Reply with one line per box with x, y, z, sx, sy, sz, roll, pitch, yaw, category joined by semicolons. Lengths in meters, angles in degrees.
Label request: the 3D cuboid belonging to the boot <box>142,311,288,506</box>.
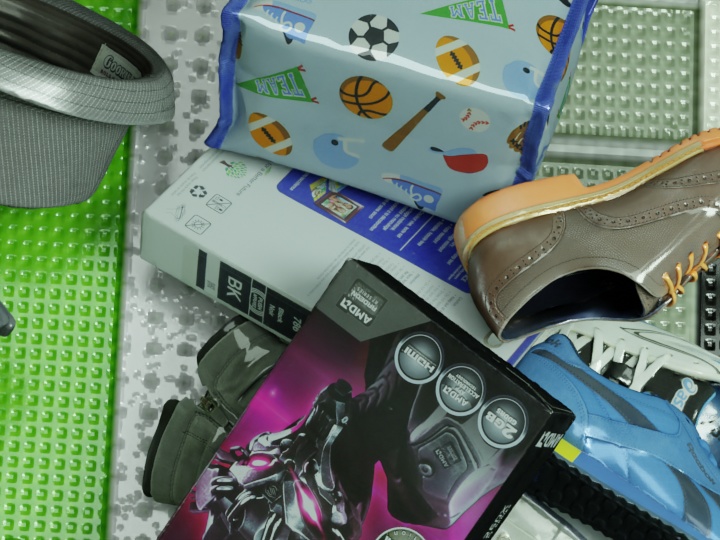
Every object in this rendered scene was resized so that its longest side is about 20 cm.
-0.054;0.131;1.447;0.130;0.068;0.201;26;92;24;boot

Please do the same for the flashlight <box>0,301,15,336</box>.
-0.242;-0.036;1.400;0.068;0.068;0.200;-44;84;8;flashlight

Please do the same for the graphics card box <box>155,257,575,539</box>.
-0.007;0.110;1.365;0.125;0.051;0.200;38;96;18;graphics card box

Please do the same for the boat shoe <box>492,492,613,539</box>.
0.093;0.133;1.457;0.200;0.071;0.070;37;104;1;boat shoe

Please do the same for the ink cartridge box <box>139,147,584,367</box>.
0.000;0.000;1.445;0.199;0.039;0.099;29;49;20;ink cartridge box

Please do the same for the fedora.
-0.192;-0.091;1.453;0.199;0.177;0.091;23;106;-1;fedora

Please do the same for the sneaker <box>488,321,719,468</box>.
0.135;0.056;1.468;0.199;0.073;0.072;26;78;4;sneaker

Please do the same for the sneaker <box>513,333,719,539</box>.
0.152;0.103;1.397;0.200;0.066;0.079;36;62;6;sneaker

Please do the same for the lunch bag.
0.031;-0.130;1.475;0.169;0.124;0.201;18;49;2;lunch bag

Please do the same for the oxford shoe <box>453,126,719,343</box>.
0.147;-0.012;1.394;0.199;0.071;0.073;-16;53;4;oxford shoe
